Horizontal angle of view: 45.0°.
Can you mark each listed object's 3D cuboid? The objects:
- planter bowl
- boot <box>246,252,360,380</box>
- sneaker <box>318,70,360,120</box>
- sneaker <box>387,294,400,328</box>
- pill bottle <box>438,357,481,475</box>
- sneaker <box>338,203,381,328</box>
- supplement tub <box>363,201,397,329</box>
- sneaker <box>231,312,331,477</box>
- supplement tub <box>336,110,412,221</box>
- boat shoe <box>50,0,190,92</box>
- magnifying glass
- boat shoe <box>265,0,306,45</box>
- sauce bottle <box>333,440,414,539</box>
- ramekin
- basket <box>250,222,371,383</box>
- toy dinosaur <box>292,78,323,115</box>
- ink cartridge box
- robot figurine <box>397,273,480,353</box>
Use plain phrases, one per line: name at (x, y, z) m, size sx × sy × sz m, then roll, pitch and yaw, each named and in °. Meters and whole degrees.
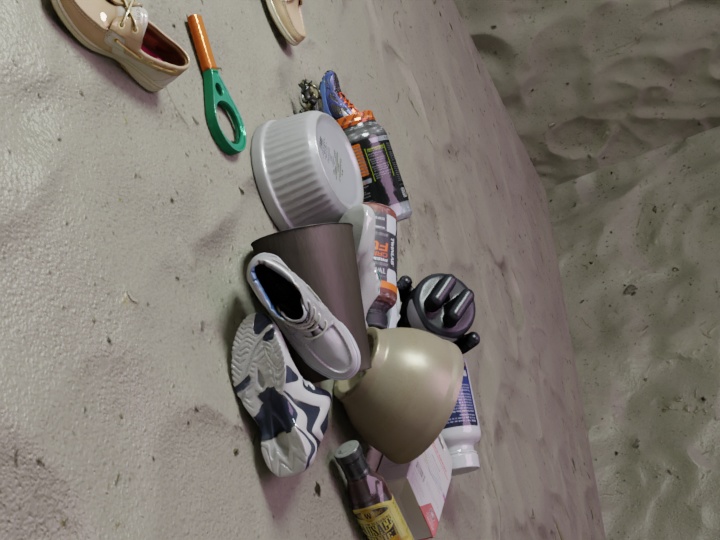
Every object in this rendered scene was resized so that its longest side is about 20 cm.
planter bowl at (0.044, 0.168, 1.311) m, size 0.133 × 0.200 × 0.202 m, roll 31°, pitch 37°, yaw -20°
boot at (-0.074, 0.064, 1.090) m, size 0.200 × 0.073 × 0.096 m, roll 47°, pitch 0°, yaw -4°
sneaker at (-0.018, -0.283, 1.639) m, size 0.203 × 0.077 × 0.075 m, roll 67°, pitch 21°, yaw -13°
sneaker at (0.043, 0.071, 1.511) m, size 0.071 × 0.072 × 0.202 m, roll 49°, pitch 30°, yaw -35°
pill bottle at (0.159, 0.266, 1.590) m, size 0.111 × 0.109 × 0.204 m, roll 31°, pitch 44°, yaw -58°
sneaker at (0.000, 0.000, 1.322) m, size 0.087 × 0.075 × 0.204 m, roll 4°, pitch 105°, yaw -35°
supplement tub at (0.010, -0.001, 1.424) m, size 0.107 × 0.105 × 0.204 m, roll 32°, pitch 53°, yaw -58°
sneaker at (-0.094, 0.151, 1.110) m, size 0.202 × 0.078 × 0.129 m, roll 67°, pitch 14°, yaw 6°
supplement tub at (0.008, -0.173, 1.556) m, size 0.122 × 0.120 × 0.204 m, roll -21°, pitch 93°, yaw -69°
boat shoe at (-0.275, -0.285, 1.018) m, size 0.199 × 0.068 × 0.075 m, roll 33°, pitch 43°, yaw -58°
magnifying glass at (-0.207, -0.263, 1.236) m, size 0.079 × 0.022 × 0.204 m, roll -16°, pitch 87°, yaw -69°
boat shoe at (-0.131, -0.501, 1.526) m, size 0.204 × 0.068 × 0.074 m, roll 70°, pitch 21°, yaw -4°
sauce bottle at (0.019, 0.340, 1.253) m, size 0.203 × 0.065 × 0.066 m, roll 63°, pitch 23°, yaw -15°
ramekin at (-0.075, -0.150, 1.356) m, size 0.201 × 0.103 × 0.203 m, roll 50°, pitch 31°, yaw -44°
basket at (-0.058, 0.049, 1.210) m, size 0.179 × 0.134 × 0.204 m, roll -5°, pitch 81°, yaw -63°
toy dinosaur at (-0.088, -0.270, 1.506) m, size 0.088 × 0.047 × 0.204 m, roll 50°, pitch 32°, yaw -56°
ink cartridge box at (0.091, 0.333, 1.427) m, size 0.118 × 0.066 × 0.200 m, roll 66°, pitch 23°, yaw -15°
robot figurine at (0.135, 0.081, 1.579) m, size 0.200 × 0.122 × 0.153 m, roll 124°, pitch -46°, yaw -61°
